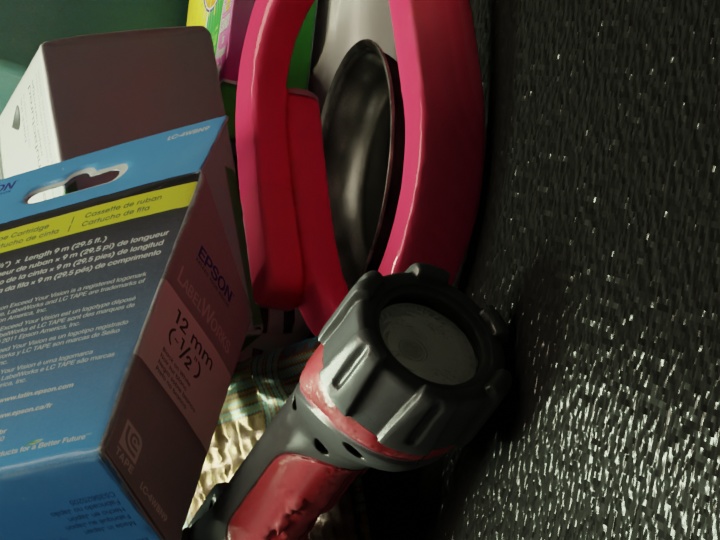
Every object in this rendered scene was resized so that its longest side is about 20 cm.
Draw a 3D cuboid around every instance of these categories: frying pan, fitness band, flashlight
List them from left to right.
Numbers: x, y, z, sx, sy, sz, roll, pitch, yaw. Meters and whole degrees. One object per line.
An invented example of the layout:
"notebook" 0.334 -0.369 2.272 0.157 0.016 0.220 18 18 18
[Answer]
"flashlight" -0.015 0.081 1.090 0.200 0.068 0.068 -56 0 41
"fitness band" 0.000 -0.061 1.188 0.144 0.037 0.200 -45 43 45
"frying pan" 0.005 -0.012 1.228 0.115 0.031 0.190 115 155 -44

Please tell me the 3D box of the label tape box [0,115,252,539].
"label tape box" -0.123 0.036 1.200 0.066 0.143 0.200 58 -148 -31

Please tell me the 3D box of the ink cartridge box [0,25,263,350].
"ink cartridge box" -0.119 -0.012 1.378 0.200 0.084 0.146 138 123 -67

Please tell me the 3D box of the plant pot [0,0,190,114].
"plant pot" -0.131 -0.137 1.570 0.141 0.200 0.141 143 134 -74

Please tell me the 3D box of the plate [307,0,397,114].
"plate" -0.010 -0.146 1.410 0.200 0.032 0.200 133 145 -70

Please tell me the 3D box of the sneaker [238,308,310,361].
"sneaker" -0.071 0.031 1.474 0.200 0.076 0.116 -113 30 -68

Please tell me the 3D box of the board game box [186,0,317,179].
"board game box" -0.052 -0.144 1.425 0.153 0.040 0.200 144 133 -74

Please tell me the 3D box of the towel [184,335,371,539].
"towel" -0.061 0.116 1.214 0.200 0.022 0.147 -22 76 51
